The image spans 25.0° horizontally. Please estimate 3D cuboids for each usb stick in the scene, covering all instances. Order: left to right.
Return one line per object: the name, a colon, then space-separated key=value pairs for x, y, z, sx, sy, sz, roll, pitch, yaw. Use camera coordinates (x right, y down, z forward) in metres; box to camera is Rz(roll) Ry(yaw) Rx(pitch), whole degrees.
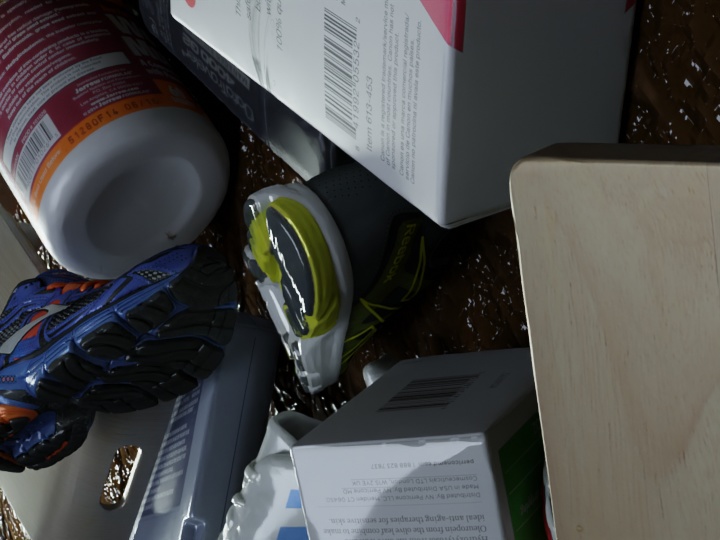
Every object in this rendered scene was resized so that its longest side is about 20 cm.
usb stick: x=-0.053 y=-0.098 z=0.779 sx=0.200 sy=0.032 sz=0.056 roll=44 pitch=147 yaw=42

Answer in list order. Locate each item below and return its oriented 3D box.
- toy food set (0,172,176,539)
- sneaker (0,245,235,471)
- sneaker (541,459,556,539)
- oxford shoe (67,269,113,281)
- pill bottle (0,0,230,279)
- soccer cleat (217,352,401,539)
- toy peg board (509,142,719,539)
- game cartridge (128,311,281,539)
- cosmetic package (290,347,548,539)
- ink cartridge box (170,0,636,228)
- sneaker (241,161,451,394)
toy food set: x=-0.176 y=0.053 z=0.939 sx=0.200 sy=0.060 sz=0.145 roll=49 pitch=131 yaw=36
sneaker: x=-0.137 y=0.030 z=0.786 sx=0.199 sy=0.075 sz=0.079 roll=-28 pitch=59 yaw=35
sneaker: x=0.111 y=0.145 z=0.573 sx=0.202 sy=0.076 sz=0.085 roll=66 pitch=158 yaw=15
oxford shoe: x=-0.156 y=0.033 z=0.999 sx=0.073 sy=0.071 sz=0.200 roll=58 pitch=148 yaw=18
pill bottle: x=-0.162 y=-0.099 z=0.892 sx=0.201 sy=0.109 sz=0.110 roll=53 pitch=146 yaw=33
soccer cleat: x=-0.033 y=0.117 z=0.730 sx=0.200 sy=0.070 sz=0.087 roll=-41 pitch=89 yaw=15
toy peg board: x=0.158 y=0.057 z=0.443 sx=0.198 sy=0.097 sz=0.203 roll=5 pitch=111 yaw=44
game cartridge: x=-0.086 y=0.091 z=0.865 sx=0.200 sy=0.040 sz=0.135 roll=147 pitch=130 yaw=-70
cosmetic package: x=0.047 y=0.142 z=0.625 sx=0.084 sy=0.107 sz=0.202 roll=-7 pitch=103 yaw=27
ink cartridge box: x=0.008 y=-0.130 z=0.594 sx=0.200 sy=0.084 sz=0.146 roll=40 pitch=138 yaw=44
sneaker: x=0.000 y=0.000 z=0.700 sx=0.200 sy=0.084 sz=0.075 roll=115 pitch=130 yaw=-80
